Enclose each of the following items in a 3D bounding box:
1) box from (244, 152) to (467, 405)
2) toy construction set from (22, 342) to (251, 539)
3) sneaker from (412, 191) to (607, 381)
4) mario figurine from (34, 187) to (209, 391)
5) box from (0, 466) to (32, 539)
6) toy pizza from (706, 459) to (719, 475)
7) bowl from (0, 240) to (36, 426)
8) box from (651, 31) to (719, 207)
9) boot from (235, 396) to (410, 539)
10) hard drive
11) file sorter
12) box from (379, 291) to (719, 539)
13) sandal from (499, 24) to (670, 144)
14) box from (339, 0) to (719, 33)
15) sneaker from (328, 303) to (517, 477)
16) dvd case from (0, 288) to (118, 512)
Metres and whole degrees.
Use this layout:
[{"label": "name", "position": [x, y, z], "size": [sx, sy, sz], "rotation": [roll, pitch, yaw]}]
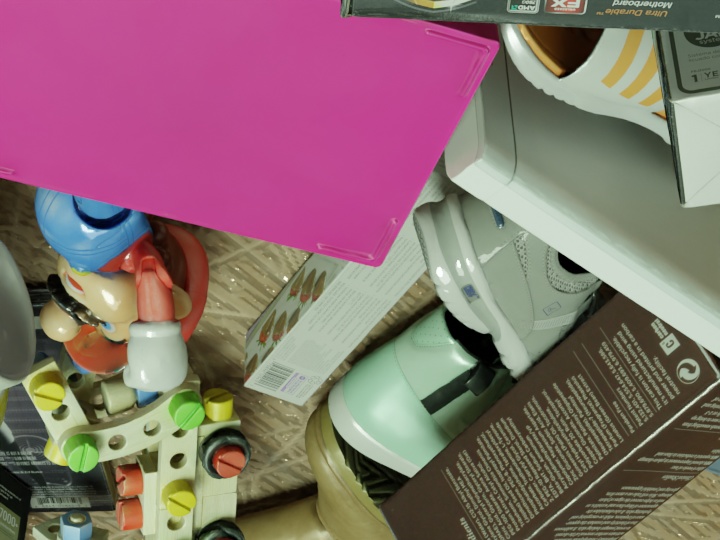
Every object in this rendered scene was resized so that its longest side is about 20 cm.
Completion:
[{"label": "box", "position": [0.000, 0.000, 1.022], "size": [0.041, 0.039, 0.200], "rotation": [19, 135, -22]}, {"label": "toy construction set", "position": [-0.133, 0.120, 1.096], "size": [0.130, 0.092, 0.201], "rotation": [-6, 133, -21]}, {"label": "sneaker", "position": [0.100, 0.008, 0.969], "size": [0.082, 0.075, 0.200], "rotation": [-21, 159, 17]}, {"label": "mario figurine", "position": [-0.140, -0.010, 0.950], "size": [0.105, 0.124, 0.201], "rotation": [-5, 142, 8]}, {"label": "box", "position": [-0.288, 0.153, 1.081], "size": [0.086, 0.165, 0.200], "rotation": [-21, 135, 24]}, {"label": "toy pizza", "position": [0.251, 0.048, 1.078], "size": [0.199, 0.032, 0.201], "rotation": [-2, 137, -2]}, {"label": "bowl", "position": [-0.223, 0.030, 0.938], "size": [0.107, 0.201, 0.200], "rotation": [-16, 136, 15]}, {"label": "box", "position": [0.168, -0.125, 0.760], "size": [0.116, 0.201, 0.060], "rotation": [-9, 139, 8]}, {"label": "boot", "position": [-0.057, 0.159, 1.185], "size": [0.199, 0.066, 0.175], "rotation": [-18, 135, 21]}, {"label": "hard drive", "position": [0.116, -0.045, 0.899], "size": [0.199, 0.132, 0.027], "rotation": [32, 127, -30]}, {"label": "file sorter", "position": [-0.062, -0.113, 0.831], "size": [0.199, 0.126, 0.139], "rotation": [13, 136, -16]}, {"label": "box", "position": [0.116, 0.091, 0.991], "size": [0.200, 0.075, 0.100], "rotation": [-45, 151, 23]}, {"label": "sandal", "position": [0.133, -0.106, 0.856], "size": [0.059, 0.080, 0.206], "rotation": [-22, 154, 36]}, {"label": "box", "position": [0.092, -0.167, 0.712], "size": [0.198, 0.199, 0.050], "rotation": [1, 138, -1]}, {"label": "sneaker", "position": [0.094, 0.087, 1.093], "size": [0.200, 0.074, 0.118], "rotation": [26, 132, -26]}, {"label": "dvd case", "position": [-0.231, 0.081, 1.133], "size": [0.148, 0.016, 0.201], "rotation": [-1, 139, 4]}]
